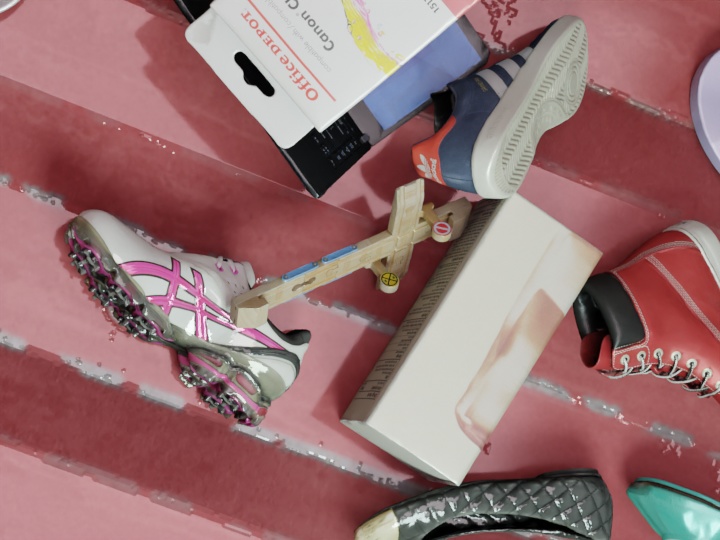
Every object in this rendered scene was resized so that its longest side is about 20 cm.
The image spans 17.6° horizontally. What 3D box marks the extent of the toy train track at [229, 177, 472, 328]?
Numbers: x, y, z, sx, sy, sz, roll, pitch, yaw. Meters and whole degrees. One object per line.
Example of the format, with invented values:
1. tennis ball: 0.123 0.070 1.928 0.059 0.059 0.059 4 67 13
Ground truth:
1. toy train track: 0.000 0.000 1.659 0.200 0.115 0.033 -23 59 -24

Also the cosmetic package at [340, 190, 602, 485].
1. cosmetic package: 0.080 0.049 1.691 0.087 0.103 0.200 34 83 -8

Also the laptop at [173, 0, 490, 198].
1. laptop: -0.017 -0.174 1.675 0.103 0.200 0.177 -33 96 25

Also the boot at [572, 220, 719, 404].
1. boot: 0.239 0.078 1.720 0.144 0.072 0.200 -29 87 -33

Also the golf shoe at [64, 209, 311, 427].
1. golf shoe: -0.124 0.018 1.666 0.200 0.073 0.092 44 71 -17

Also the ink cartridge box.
1. ink cartridge box: -0.016 -0.176 1.549 0.200 0.068 0.117 -40 97 15

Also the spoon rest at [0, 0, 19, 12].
1. spoon rest: -0.237 -0.261 1.652 0.200 0.061 0.099 -42 97 -11

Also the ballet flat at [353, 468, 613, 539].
1. ballet flat: 0.093 0.184 1.704 0.199 0.066 0.057 -7 73 -14

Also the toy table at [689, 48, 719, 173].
1. toy table: 0.352 -0.098 1.749 0.200 0.117 0.184 25 83 -12

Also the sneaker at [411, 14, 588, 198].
1. sneaker: 0.101 -0.127 1.700 0.200 0.084 0.075 -50 138 -45

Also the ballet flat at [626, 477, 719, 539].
1. ballet flat: 0.287 0.215 1.747 0.199 0.067 0.071 19 76 -13
